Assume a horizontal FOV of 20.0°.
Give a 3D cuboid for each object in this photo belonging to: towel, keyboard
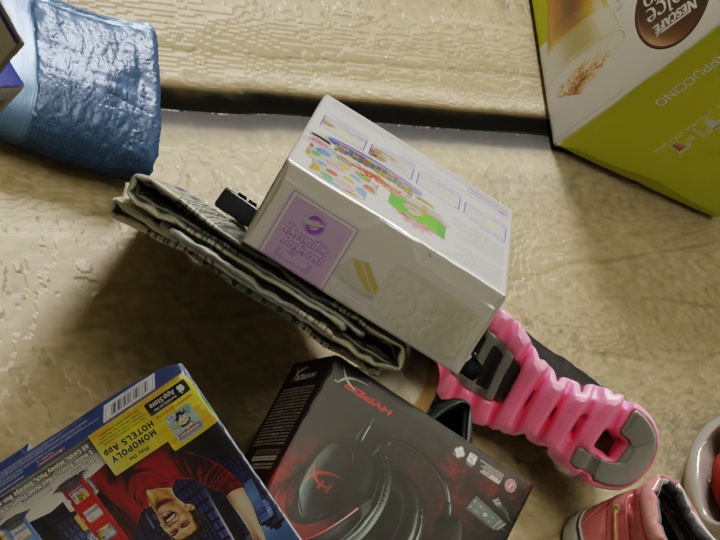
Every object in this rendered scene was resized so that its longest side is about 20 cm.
[{"bbox_3d":[-0.211,-0.128,1.267,0.199,0.048,0.113,18,52,-36],"label":"towel"},{"bbox_3d":[0.000,0.000,1.308,0.199,0.040,0.104,33,-1,7],"label":"keyboard"},{"bbox_3d":[-0.057,0.006,1.225,0.192,0.035,0.200,34,0,1],"label":"towel"}]

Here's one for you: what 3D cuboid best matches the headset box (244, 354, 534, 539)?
[{"bbox_3d":[-0.014,0.173,1.171,0.148,0.075,0.201,34,72,-15],"label":"headset box"}]

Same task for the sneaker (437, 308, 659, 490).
[{"bbox_3d":[0.116,0.079,1.441,0.199,0.079,0.095,36,9,-8],"label":"sneaker"}]

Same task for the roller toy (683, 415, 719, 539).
[{"bbox_3d":[0.345,0.172,1.533,0.199,0.139,0.183,-26,82,-49],"label":"roller toy"}]

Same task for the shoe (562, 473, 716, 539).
[{"bbox_3d":[0.203,0.242,1.381,0.071,0.091,0.202,8,58,-41],"label":"shoe"}]

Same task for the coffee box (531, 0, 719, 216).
[{"bbox_3d":[0.283,-0.196,1.683,0.199,0.199,0.199,21,50,-34],"label":"coffee box"}]

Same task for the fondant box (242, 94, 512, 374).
[{"bbox_3d":[0.016,-0.027,1.214,0.144,0.059,0.200,32,15,-3],"label":"fondant box"}]

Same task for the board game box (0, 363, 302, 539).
[{"bbox_3d":[-0.119,0.179,1.060,0.201,0.199,0.062,57,2,-15],"label":"board game box"}]

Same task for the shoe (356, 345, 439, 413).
[{"bbox_3d":[-0.012,0.094,1.286,0.200,0.070,0.054,-45,112,-48],"label":"shoe"}]

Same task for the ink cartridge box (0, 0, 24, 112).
[{"bbox_3d":[-0.263,-0.157,1.118,0.047,0.200,0.199,-22,79,-48],"label":"ink cartridge box"}]

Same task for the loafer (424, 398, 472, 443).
[{"bbox_3d":[0.023,0.156,1.278,0.068,0.070,0.201,40,44,-16],"label":"loafer"}]
